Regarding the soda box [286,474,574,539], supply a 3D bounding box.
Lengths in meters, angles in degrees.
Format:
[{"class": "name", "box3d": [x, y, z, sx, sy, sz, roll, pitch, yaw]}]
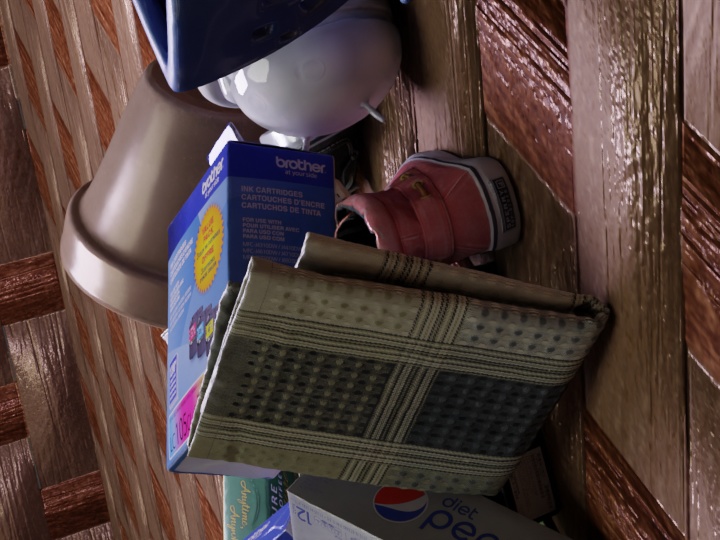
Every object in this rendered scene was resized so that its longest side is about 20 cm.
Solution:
[{"class": "soda box", "box3d": [0.054, 0.172, 1.224, 0.199, 0.063, 0.069, 23, 138, 29]}]

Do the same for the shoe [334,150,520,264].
[{"class": "shoe", "box3d": [0.022, -0.029, 1.256, 0.200, 0.090, 0.072, -179, 73, -75]}]

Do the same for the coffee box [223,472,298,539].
[{"class": "coffee box", "box3d": [-0.050, 0.223, 1.683, 0.200, 0.044, 0.124, 45, -144, -55]}]

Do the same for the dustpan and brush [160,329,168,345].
[{"class": "dustpan and brush", "box3d": [-0.064, 0.093, 1.575, 0.139, 0.057, 0.200, 39, 180, -25]}]

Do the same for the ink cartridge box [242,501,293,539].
[{"class": "ink cartridge box", "box3d": [0.000, 0.243, 1.354, 0.200, 0.094, 0.044, 43, -148, -11]}]

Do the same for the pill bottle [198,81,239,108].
[{"class": "pill bottle", "box3d": [-0.095, -0.224, 1.463, 0.109, 0.108, 0.201, 101, 150, -62]}]

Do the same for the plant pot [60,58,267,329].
[{"class": "plant pot", "box3d": [-0.131, -0.073, 1.674, 0.201, 0.198, 0.176, -123, 40, -49]}]

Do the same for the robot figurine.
[{"class": "robot figurine", "box3d": [-0.042, -0.170, 1.304, 0.169, 0.112, 0.202, -31, 72, 46]}]

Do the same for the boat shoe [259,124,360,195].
[{"class": "boat shoe", "box3d": [-0.027, -0.074, 1.477, 0.071, 0.072, 0.200, 64, 175, 4]}]

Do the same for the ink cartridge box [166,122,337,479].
[{"class": "ink cartridge box", "box3d": [-0.068, 0.012, 1.283, 0.136, 0.076, 0.202, 132, 141, -58]}]

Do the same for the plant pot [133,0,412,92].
[{"class": "plant pot", "box3d": [-0.050, -0.245, 1.113, 0.201, 0.178, 0.201, 101, 150, -62]}]

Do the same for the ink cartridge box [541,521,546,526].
[{"class": "ink cartridge box", "box3d": [0.124, 0.259, 1.283, 0.146, 0.048, 0.201, 89, 157, -49]}]

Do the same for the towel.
[{"class": "towel", "box3d": [0.012, 0.056, 1.135, 0.193, 0.198, 0.035, 114, 161, -52]}]

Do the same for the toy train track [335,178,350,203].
[{"class": "toy train track", "box3d": [0.000, 0.000, 1.474, 0.115, 0.032, 0.201, 53, 165, 34]}]

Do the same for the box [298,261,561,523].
[{"class": "box", "box3d": [0.026, 0.089, 1.310, 0.199, 0.046, 0.161, -13, 94, 51]}]
